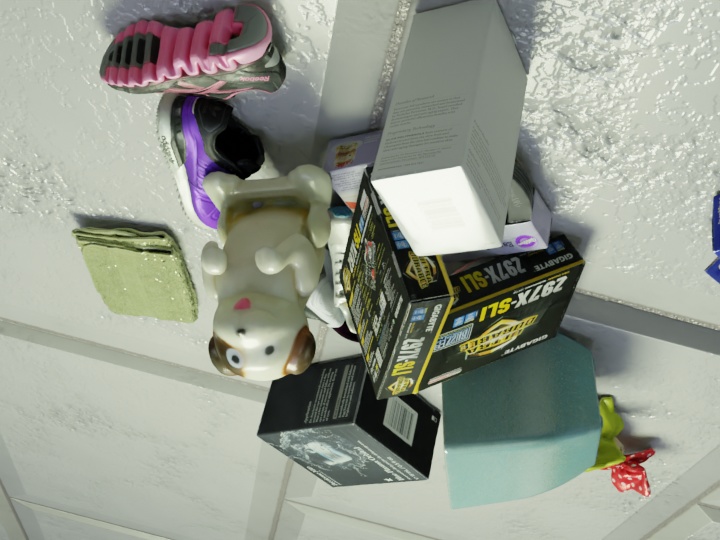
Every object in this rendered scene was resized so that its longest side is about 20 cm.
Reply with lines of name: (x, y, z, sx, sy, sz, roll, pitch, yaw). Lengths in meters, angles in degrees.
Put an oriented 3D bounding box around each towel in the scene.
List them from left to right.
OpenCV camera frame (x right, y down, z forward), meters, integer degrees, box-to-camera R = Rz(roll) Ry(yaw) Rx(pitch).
towel: (-0.301, 0.006, 1.342, 0.147, 0.037, 0.201, 7, 146, 9)

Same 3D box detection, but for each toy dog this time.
toy dog: (-0.104, 0.017, 1.030, 0.138, 0.201, 0.194, 2, 148, 4)

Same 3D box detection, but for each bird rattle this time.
bird rattle: (0.343, 0.256, 1.451, 0.162, 0.113, 0.200, 5, 161, 35)

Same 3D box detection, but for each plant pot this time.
plant pot: (0.208, 0.184, 1.281, 0.198, 0.197, 0.197, -3, 145, 7)

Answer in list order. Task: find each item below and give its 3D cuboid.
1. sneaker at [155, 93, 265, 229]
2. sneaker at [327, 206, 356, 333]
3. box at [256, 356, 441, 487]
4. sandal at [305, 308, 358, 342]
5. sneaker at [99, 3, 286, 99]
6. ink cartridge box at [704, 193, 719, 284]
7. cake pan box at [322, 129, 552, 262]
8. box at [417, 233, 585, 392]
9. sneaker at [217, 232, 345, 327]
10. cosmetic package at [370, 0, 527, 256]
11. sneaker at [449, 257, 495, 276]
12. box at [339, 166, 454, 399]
sneaker: (-0.150, -0.111, 1.076, 0.099, 0.070, 0.201, 3, 146, 12)
sneaker: (0.000, 0.000, 1.176, 0.076, 0.081, 0.201, 4, 145, 18)
box: (-0.015, 0.238, 1.508, 0.199, 0.118, 0.197, -13, 138, 38)
sandal: (-0.015, 0.068, 1.312, 0.199, 0.048, 0.076, 10, 147, 8)
sneaker: (-0.162, -0.196, 0.960, 0.199, 0.080, 0.095, -1, 156, 24)
ink cartridge box: (0.440, -0.034, 0.962, 0.136, 0.077, 0.199, 34, 144, -28)
cake pan box: (0.088, -0.081, 1.048, 0.199, 0.053, 0.184, -7, 144, 30)
box: (0.147, 0.051, 1.123, 0.199, 0.049, 0.160, -19, 146, -18)
sneaker: (-0.097, -0.001, 1.222, 0.113, 0.076, 0.200, -6, 136, 29)
cosmetic package: (0.083, -0.125, 0.843, 0.084, 0.201, 0.108, -7, 140, 27)
sneaker: (0.094, 0.040, 1.214, 0.075, 0.105, 0.201, 18, 119, -34)
box: (0.031, 0.016, 1.007, 0.049, 0.161, 0.200, -7, 147, -15)
